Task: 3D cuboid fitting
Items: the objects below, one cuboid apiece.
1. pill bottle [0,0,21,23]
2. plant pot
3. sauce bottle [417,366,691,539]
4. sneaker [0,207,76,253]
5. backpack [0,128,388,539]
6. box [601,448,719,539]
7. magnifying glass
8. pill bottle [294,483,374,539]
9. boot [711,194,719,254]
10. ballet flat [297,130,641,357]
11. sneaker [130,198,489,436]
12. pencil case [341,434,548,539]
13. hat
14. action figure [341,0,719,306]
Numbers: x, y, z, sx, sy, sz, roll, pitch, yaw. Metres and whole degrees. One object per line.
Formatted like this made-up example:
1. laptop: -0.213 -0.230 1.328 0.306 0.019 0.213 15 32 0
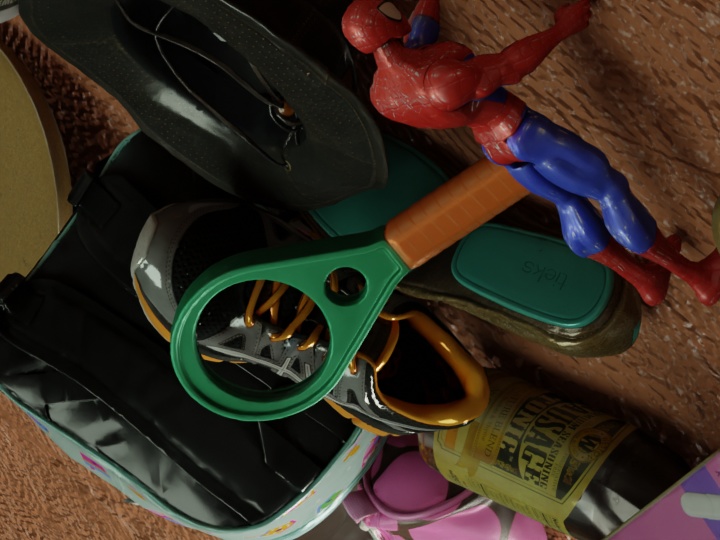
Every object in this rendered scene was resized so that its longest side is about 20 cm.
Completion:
1. pill bottle: -0.169 -0.207 1.087 0.112 0.112 0.200 40 143 9
2. plant pot: -0.228 -0.054 1.465 0.200 0.027 0.201 16 112 45
3. sauce bottle: 0.117 0.102 1.217 0.200 0.066 0.066 19 146 40
4. sneaker: -0.175 -0.003 1.505 0.200 0.071 0.098 20 149 46
5. backpack: -0.075 0.049 1.307 0.200 0.176 0.153 34 171 21
6. box: 0.176 0.178 1.071 0.176 0.097 0.200 57 138 12
7. magnifying glass: 0.000 0.000 1.114 0.080 0.200 0.022 50 -161 -21
8. pill bottle: 0.024 0.229 1.510 0.200 0.114 0.114 53 155 -20
9. boot: 0.231 0.005 0.867 0.200 0.072 0.155 40 152 5
10. ballet flat: 0.051 -0.008 1.159 0.200 0.068 0.072 24 168 32
11. sneaker: -0.019 0.022 1.175 0.200 0.079 0.077 26 170 -31
12. pencil case: 0.061 0.168 1.375 0.091 0.094 0.200 41 161 49
13. hat: -0.056 -0.112 1.116 0.200 0.081 0.201 27 161 10
14. action figure: 0.078 -0.073 1.007 0.200 0.099 0.065 31 161 -29
